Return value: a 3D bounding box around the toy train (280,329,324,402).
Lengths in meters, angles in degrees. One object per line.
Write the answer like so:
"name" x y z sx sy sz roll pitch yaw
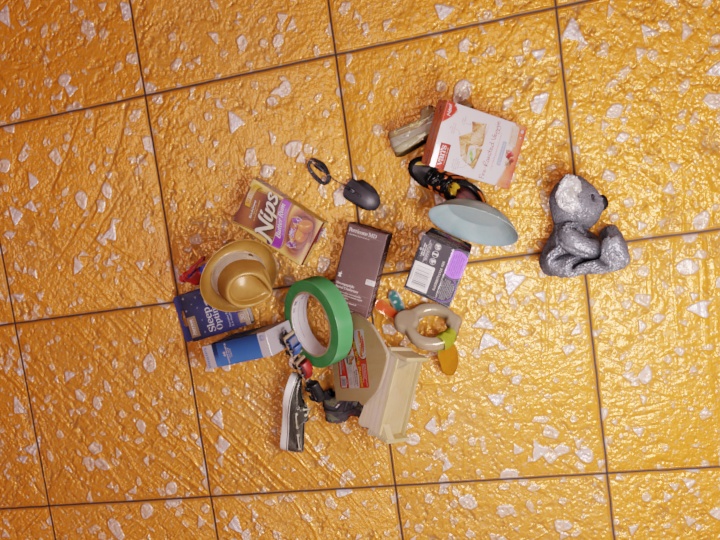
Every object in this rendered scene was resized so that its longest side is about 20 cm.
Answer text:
"toy train" -0.131 0.222 1.436 0.045 0.034 0.203 6 127 50

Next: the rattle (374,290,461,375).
"rattle" 0.133 0.142 1.442 0.195 0.144 0.132 11 63 21

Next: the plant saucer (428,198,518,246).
"plant saucer" 0.242 -0.109 1.322 0.197 0.201 0.040 18 77 9

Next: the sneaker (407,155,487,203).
"sneaker" 0.191 -0.190 1.364 0.198 0.090 0.071 32 100 5

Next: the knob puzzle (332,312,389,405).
"knob puzzle" 0.005 0.194 1.391 0.217 0.030 0.226 1 91 52

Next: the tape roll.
"tape roll" -0.098 0.117 1.427 0.198 0.048 0.206 18 115 44

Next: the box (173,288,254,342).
"box" -0.369 0.099 1.546 0.196 0.032 0.124 -17 93 14

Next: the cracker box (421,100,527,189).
"cracker box" 0.239 -0.264 1.321 0.195 0.058 0.137 12 101 -18

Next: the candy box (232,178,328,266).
"candy box" -0.189 -0.115 1.472 0.198 0.056 0.118 32 102 8

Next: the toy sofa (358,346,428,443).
"toy sofa" 0.073 0.271 1.390 0.096 0.082 0.205 17 96 44

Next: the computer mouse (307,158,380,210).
"computer mouse" -0.041 -0.199 1.442 0.197 0.034 0.060 30 102 8

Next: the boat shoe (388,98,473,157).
"boat shoe" 0.149 -0.325 1.368 0.197 0.074 0.067 -29 87 9

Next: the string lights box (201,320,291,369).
"string lights box" -0.264 0.174 1.471 0.196 0.102 0.060 -16 94 29

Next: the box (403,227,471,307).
"box" 0.168 -0.012 1.334 0.104 0.200 0.125 22 100 8

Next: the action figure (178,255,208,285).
"action figure" -0.368 -0.003 1.512 0.196 0.065 0.053 -19 64 28

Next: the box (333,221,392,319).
"box" 0.000 0.000 1.437 0.098 0.075 0.205 15 97 10

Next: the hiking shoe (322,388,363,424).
"hiking shoe" -0.007 0.289 1.468 0.196 0.076 0.103 -19 96 14

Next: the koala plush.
"koala plush" 0.442 -0.101 1.287 0.180 0.177 0.205 -11 98 23

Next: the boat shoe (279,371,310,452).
"boat shoe" -0.151 0.342 1.511 0.062 0.071 0.205 9 106 11

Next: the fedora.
"fedora" -0.265 0.028 1.433 0.082 0.198 0.203 40 105 43
